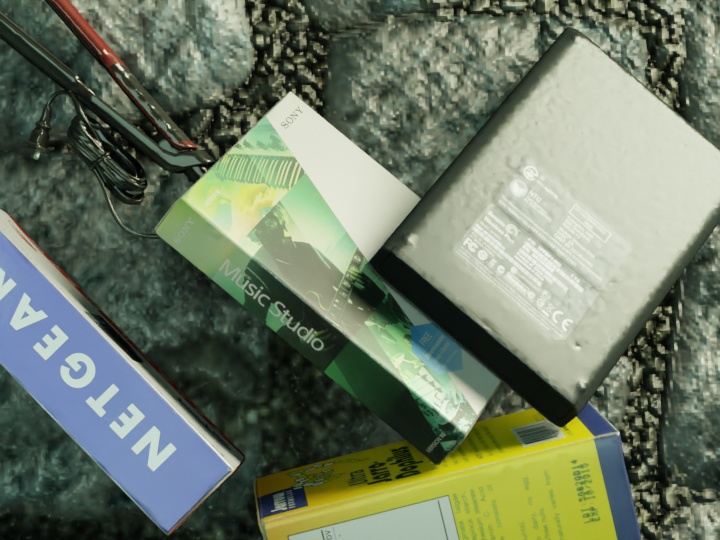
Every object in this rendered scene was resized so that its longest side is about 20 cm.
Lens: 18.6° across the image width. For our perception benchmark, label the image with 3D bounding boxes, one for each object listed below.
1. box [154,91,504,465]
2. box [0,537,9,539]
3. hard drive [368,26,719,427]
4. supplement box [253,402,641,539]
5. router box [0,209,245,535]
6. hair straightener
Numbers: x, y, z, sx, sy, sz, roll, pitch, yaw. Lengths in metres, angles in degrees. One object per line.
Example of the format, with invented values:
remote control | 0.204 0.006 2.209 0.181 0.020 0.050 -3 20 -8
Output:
box | 0.000 0.000 1.219 0.200 0.144 0.036 38 127 1
box | -0.238 0.237 1.186 0.163 0.086 0.200 17 76 14
hard drive | 0.116 -0.029 1.230 0.140 0.033 0.200 40 60 1
supplement box | 0.050 0.153 1.215 0.200 0.110 0.109 -13 98 -3
router box | -0.149 0.051 1.186 0.049 0.179 0.200 -44 90 -3
hair straightener | -0.156 -0.086 1.269 0.077 0.041 0.200 -43 93 -3
